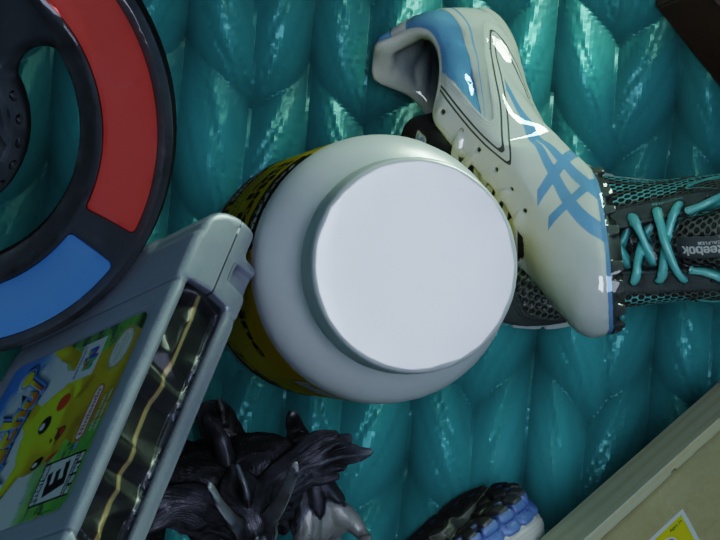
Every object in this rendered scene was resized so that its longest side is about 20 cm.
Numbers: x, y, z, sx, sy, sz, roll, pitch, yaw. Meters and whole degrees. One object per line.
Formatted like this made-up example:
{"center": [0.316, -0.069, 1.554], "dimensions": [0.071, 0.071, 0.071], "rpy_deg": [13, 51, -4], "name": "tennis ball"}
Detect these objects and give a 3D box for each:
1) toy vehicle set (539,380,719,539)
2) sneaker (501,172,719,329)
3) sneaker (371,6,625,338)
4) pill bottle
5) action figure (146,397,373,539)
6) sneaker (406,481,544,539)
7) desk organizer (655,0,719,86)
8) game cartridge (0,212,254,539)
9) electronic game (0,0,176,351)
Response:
{"center": [0.141, 0.156, 1.108], "dimensions": [0.200, 0.026, 0.125], "rpy_deg": [-38, 112, -23], "name": "toy vehicle set"}
{"center": [0.141, -0.016, 1.113], "dimensions": [0.198, 0.091, 0.078], "rpy_deg": [-9, 90, -13], "name": "sneaker"}
{"center": [0.063, -0.041, 1.068], "dimensions": [0.072, 0.072, 0.201], "rpy_deg": [-17, 49, -13], "name": "sneaker"}
{"center": [0.000, 0.000, 1.025], "dimensions": [0.111, 0.200, 0.114], "rpy_deg": [0, 88, -13], "name": "pill bottle"}
{"center": [-0.055, 0.111, 1.010], "dimensions": [0.118, 0.200, 0.103], "rpy_deg": [-20, 96, -13], "name": "action figure"}
{"center": [0.020, 0.190, 1.091], "dimensions": [0.200, 0.077, 0.085], "rpy_deg": [-38, 101, -11], "name": "sneaker"}
{"center": [0.237, -0.079, 1.144], "dimensions": [0.072, 0.077, 0.200], "rpy_deg": [-41, 97, -11], "name": "desk organizer"}
{"center": [-0.119, 0.075, 0.959], "dimensions": [0.040, 0.133, 0.201], "rpy_deg": [36, 54, -21], "name": "game cartridge"}
{"center": [-0.173, -0.061, 0.961], "dimensions": [0.198, 0.042, 0.202], "rpy_deg": [1, 107, 4], "name": "electronic game"}
